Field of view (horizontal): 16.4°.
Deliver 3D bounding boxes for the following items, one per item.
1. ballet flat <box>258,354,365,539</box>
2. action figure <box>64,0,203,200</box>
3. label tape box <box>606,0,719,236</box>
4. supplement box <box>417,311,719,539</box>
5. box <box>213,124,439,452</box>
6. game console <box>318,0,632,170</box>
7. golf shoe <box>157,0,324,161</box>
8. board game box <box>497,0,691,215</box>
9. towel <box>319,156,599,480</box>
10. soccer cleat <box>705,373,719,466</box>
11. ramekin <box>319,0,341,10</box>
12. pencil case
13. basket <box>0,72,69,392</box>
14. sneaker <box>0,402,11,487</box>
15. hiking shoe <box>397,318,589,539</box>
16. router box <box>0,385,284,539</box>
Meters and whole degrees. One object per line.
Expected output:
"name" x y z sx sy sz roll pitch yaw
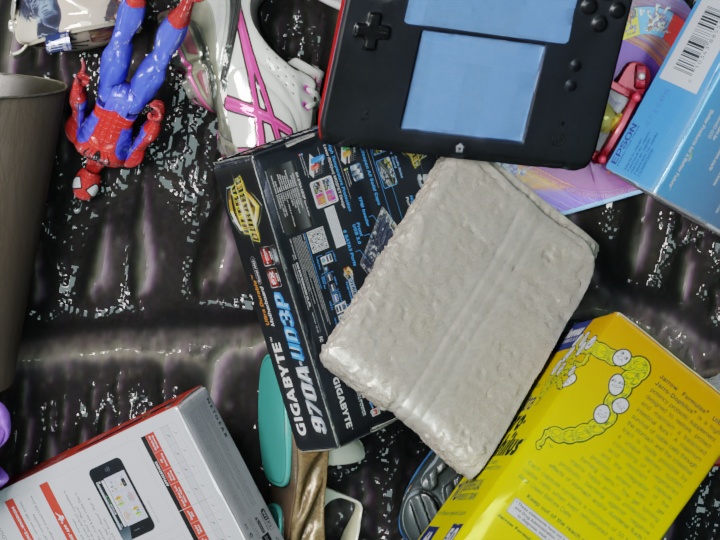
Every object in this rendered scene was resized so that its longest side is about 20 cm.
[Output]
"ballet flat" -0.033 0.151 1.700 0.072 0.068 0.202 -1 95 -21
"action figure" -0.156 -0.120 1.639 0.065 0.052 0.201 21 133 -6
"label tape box" 0.281 -0.084 1.673 0.199 0.066 0.144 26 94 -35
"supplement box" 0.135 0.140 1.590 0.109 0.109 0.200 38 79 -5
"box" 0.000 0.000 1.645 0.158 0.046 0.201 -23 99 -40
"game console" 0.079 -0.157 1.608 0.199 0.031 0.178 5 105 -21
"golf shoe" -0.059 -0.099 1.671 0.092 0.073 0.201 -25 94 -1
"board game box" 0.146 -0.120 1.689 0.199 0.039 0.159 -16 95 -1
"towel" 0.067 0.022 1.626 0.132 0.034 0.200 38 60 -7
"soccer cleat" 0.243 0.099 1.699 0.198 0.069 0.086 1 81 -1
"ramekin" 0.025 -0.267 1.649 0.201 0.094 0.204 0 94 -2
"pencil case" -0.211 -0.243 1.655 0.089 0.078 0.201 -15 95 -15
"basket" -0.279 -0.025 1.643 0.179 0.136 0.202 -6 105 -40
"sneaker" -0.280 0.154 1.649 0.083 0.200 0.081 -3 57 -31
"hiking shoe" 0.091 0.109 1.687 0.200 0.087 0.074 -45 96 -15
"router box" -0.139 0.204 1.673 0.179 0.049 0.201 -25 95 23
